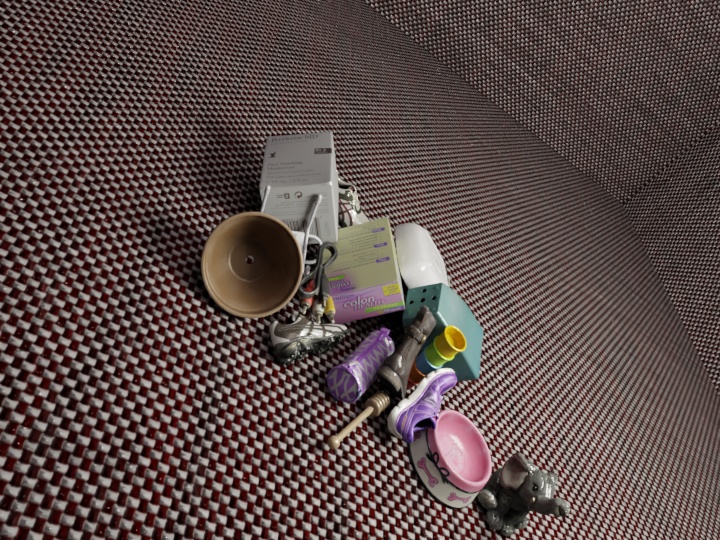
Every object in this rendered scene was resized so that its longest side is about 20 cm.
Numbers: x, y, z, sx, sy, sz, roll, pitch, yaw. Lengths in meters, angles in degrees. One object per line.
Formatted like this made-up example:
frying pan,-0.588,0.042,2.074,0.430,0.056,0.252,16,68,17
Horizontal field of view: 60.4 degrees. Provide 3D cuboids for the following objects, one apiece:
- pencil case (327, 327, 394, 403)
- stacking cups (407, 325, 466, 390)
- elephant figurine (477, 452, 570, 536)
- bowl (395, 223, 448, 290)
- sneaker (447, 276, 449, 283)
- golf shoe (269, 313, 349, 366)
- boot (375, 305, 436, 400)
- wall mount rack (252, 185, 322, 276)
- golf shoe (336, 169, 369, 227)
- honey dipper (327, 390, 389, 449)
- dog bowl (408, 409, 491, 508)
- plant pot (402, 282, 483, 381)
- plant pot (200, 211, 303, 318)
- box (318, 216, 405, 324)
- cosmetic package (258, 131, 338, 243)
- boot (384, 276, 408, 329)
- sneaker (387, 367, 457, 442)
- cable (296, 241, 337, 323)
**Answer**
pencil case,0.004,0.195,1.289,0.082,0.088,0.199,13,23,22
stacking cups,0.145,0.193,1.339,0.059,0.200,0.062,22,45,-24
elephant figurine,0.354,0.458,1.292,0.139,0.200,0.158,5,50,-43
bowl,0.158,-0.006,1.517,0.201,0.073,0.203,55,23,-37
sneaker,0.195,0.029,1.674,0.200,0.087,0.075,44,35,0
golf shoe,-0.101,0.123,1.260,0.197,0.078,0.096,-7,59,-52
boot,0.106,0.171,1.283,0.068,0.201,0.176,30,75,16
wall mount rack,-0.159,-0.082,1.316,0.194,0.180,0.074,7,3,-21
golf shoe,-0.032,-0.173,1.636,0.199,0.088,0.078,42,32,-8
honey dipper,-0.005,0.291,1.207,0.038,0.038,0.199,51,33,10
dog bowl,0.196,0.388,1.309,0.197,0.074,0.203,29,37,-23
plant pot,0.177,0.135,1.405,0.202,0.138,0.144,57,35,-34
plant pot,-0.216,-0.015,1.224,0.198,0.204,0.093,33,-2,-16
box,0.000,0.000,1.394,0.098,0.171,0.204,71,8,-45
cosmetic package,-0.134,-0.188,1.415,0.159,0.168,0.203,-4,44,1
boot,0.093,0.043,1.527,0.200,0.075,0.171,44,29,-41
sneaker,0.141,0.286,1.288,0.083,0.082,0.199,35,55,27
cable,-0.092,0.016,1.291,0.095,0.051,0.204,22,41,-23
